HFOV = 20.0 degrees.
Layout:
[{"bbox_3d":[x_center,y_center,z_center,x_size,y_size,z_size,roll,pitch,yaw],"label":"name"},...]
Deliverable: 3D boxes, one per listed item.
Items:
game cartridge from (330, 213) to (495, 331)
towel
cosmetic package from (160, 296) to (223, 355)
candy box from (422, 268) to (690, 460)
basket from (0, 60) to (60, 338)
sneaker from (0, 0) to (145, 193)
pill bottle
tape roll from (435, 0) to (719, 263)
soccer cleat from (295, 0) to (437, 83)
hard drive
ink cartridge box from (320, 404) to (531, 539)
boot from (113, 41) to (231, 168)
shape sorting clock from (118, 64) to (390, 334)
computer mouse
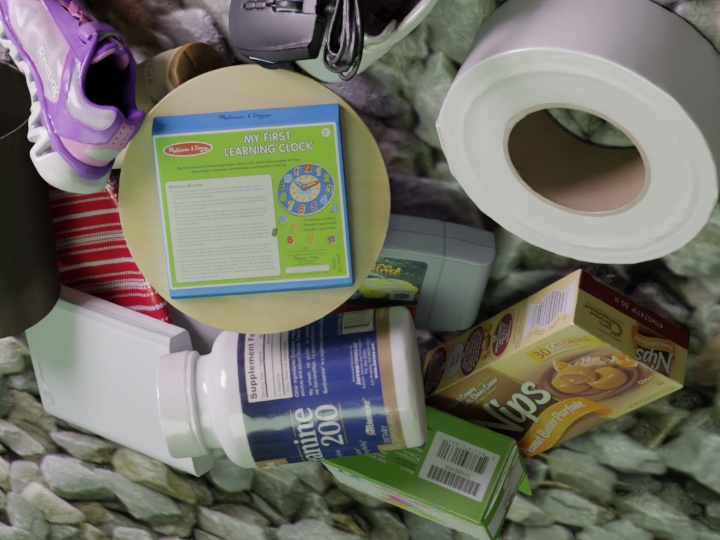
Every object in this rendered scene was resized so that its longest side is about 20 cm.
[{"bbox_3d":[0.000,0.000,1.577,0.199,0.041,0.133,3,148,-3],"label":"game cartridge"},{"bbox_3d":[-0.219,0.006,1.712,0.144,0.022,0.201,-4,112,49],"label":"towel"},{"bbox_3d":[-0.135,0.048,1.748,0.101,0.071,0.200,31,142,-5],"label":"cosmetic package"},{"bbox_3d":[0.150,0.078,1.613,0.115,0.055,0.200,30,145,-23],"label":"candy box"},{"bbox_3d":[-0.320,-0.054,1.657,0.180,0.136,0.201,20,135,33],"label":"basket"},{"bbox_3d":[-0.207,-0.160,1.487,0.080,0.201,0.088,1,152,-46],"label":"sneaker"},{"bbox_3d":[-0.053,0.094,1.583,0.199,0.111,0.111,-8,135,6],"label":"pill bottle"},{"bbox_3d":[0.157,-0.098,1.407,0.202,0.071,0.203,16,142,13],"label":"tape roll"},{"bbox_3d":[-0.003,-0.175,1.397,0.070,0.086,0.200,35,142,-10],"label":"soccer cleat"},{"bbox_3d":[-0.208,0.087,1.715,0.200,0.026,0.132,16,126,41],"label":"hard drive"},{"bbox_3d":[0.061,0.172,1.707,0.147,0.076,0.200,21,166,16],"label":"ink cartridge box"},{"bbox_3d":[-0.135,-0.090,1.589,0.155,0.073,0.200,-4,139,39],"label":"boot"},{"bbox_3d":[-0.077,-0.051,1.492,0.199,0.039,0.201,1,108,2],"label":"shape sorting clock"},{"bbox_3d":[-0.047,-0.205,1.380,0.046,0.141,0.200,6,-174,-24],"label":"computer mouse"}]
